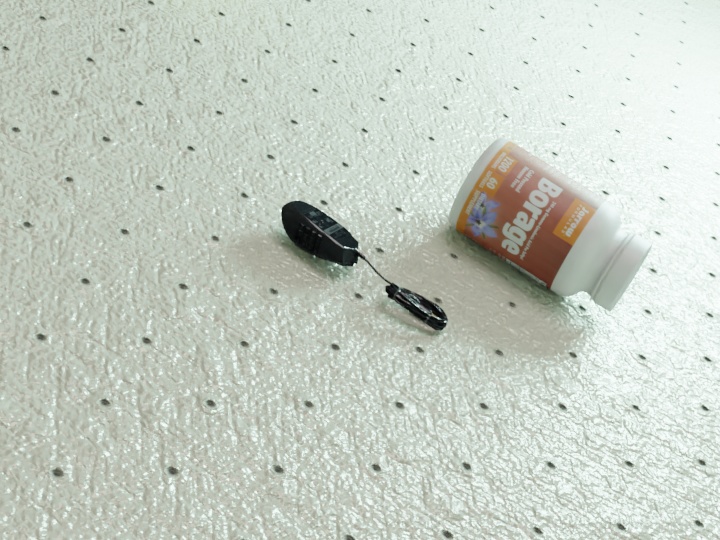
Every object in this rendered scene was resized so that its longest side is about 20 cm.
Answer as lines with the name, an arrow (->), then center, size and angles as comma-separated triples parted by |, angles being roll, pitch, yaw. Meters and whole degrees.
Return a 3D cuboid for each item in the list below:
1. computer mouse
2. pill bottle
computer mouse -> 0.000, 0.000, 1.425 | 0.200, 0.034, 0.059 | 38, 17, 10
pill bottle -> 0.203, -0.045, 1.543 | 0.199, 0.113, 0.112 | 33, 33, 12
